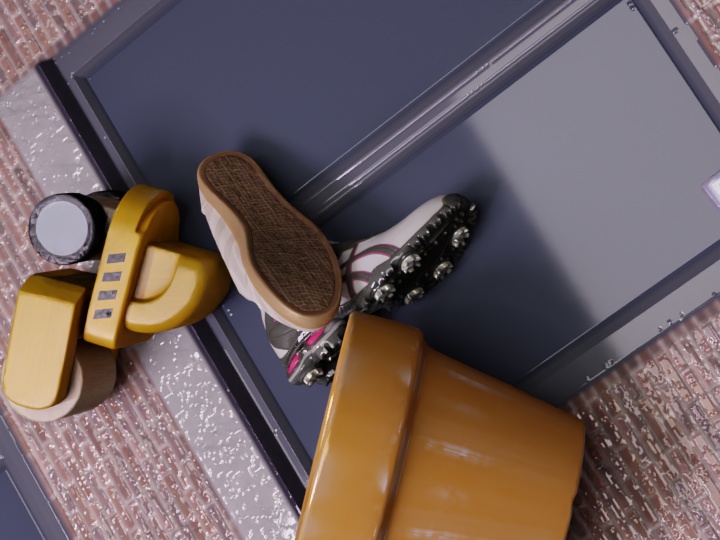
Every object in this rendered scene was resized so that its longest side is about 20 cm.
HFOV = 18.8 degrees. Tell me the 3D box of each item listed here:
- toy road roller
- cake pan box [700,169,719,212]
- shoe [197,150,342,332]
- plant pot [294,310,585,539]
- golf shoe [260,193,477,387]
[{"bbox_3d":[-0.189,0.030,1.724,0.146,0.123,0.200,16,97,13],"label":"toy road roller"},{"bbox_3d":[0.362,-0.046,1.500,0.200,0.052,0.184,-43,72,19],"label":"cake pan box"},{"bbox_3d":[-0.068,-0.015,1.665,0.200,0.070,0.053,-123,26,-42],"label":"shoe"},{"bbox_3d":[0.059,0.147,1.569,0.183,0.200,0.200,14,97,-1],"label":"plant pot"},{"bbox_3d":[0.000,0.000,1.659,0.200,0.077,0.088,-44,64,17],"label":"golf shoe"}]
